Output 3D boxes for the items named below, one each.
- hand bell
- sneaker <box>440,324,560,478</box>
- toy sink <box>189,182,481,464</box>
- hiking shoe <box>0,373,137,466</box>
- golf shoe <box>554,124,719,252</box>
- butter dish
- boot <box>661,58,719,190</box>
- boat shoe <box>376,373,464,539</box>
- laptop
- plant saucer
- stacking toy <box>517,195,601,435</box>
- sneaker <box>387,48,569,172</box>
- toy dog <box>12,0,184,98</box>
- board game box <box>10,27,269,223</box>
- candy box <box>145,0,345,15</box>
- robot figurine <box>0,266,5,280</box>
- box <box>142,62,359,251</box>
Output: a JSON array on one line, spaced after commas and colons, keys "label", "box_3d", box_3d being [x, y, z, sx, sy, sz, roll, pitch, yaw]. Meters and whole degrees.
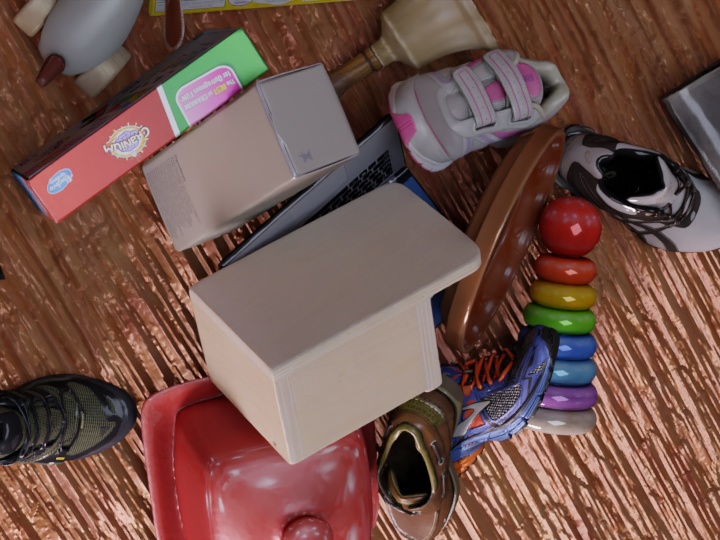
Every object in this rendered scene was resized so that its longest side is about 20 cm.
[{"label": "hand bell", "box_3d": [0.004, -0.170, 1.730, 0.199, 0.104, 0.104, -34, 108, 2]}, {"label": "sneaker", "box_3d": [0.094, 0.106, 1.758, 0.078, 0.076, 0.200, 35, 128, -13]}, {"label": "toy sink", "box_3d": [-0.012, 0.041, 1.655, 0.199, 0.130, 0.112, -29, 134, -21]}, {"label": "hiking shoe", "box_3d": [-0.272, 0.130, 1.675, 0.199, 0.101, 0.076, -4, 101, -17]}, {"label": "golf shoe", "box_3d": [0.258, -0.061, 1.816, 0.199, 0.094, 0.078, 19, 92, -21]}, {"label": "butter dish", "box_3d": [-0.063, 0.187, 1.712, 0.198, 0.148, 0.201, -13, 119, -16]}, {"label": "boot", "box_3d": [0.361, -0.096, 1.854, 0.182, 0.072, 0.201, -27, 82, -51]}, {"label": "boat shoe", "box_3d": [0.041, 0.169, 1.754, 0.201, 0.072, 0.068, 89, 25, -45]}, {"label": "laptop", "box_3d": [0.000, 0.000, 1.735, 0.187, 0.200, 0.116, -42, 75, -7]}, {"label": "plant saucer", "box_3d": [0.114, -0.029, 1.731, 0.032, 0.200, 0.201, 24, 92, 10]}, {"label": "stacking toy", "box_3d": [0.175, 0.036, 1.808, 0.085, 0.085, 0.201, 5, 98, -18]}, {"label": "sneaker", "box_3d": [0.098, -0.140, 1.704, 0.200, 0.088, 0.082, -22, 85, -52]}, {"label": "toy dog", "box_3d": [-0.194, -0.205, 1.607, 0.131, 0.097, 0.200, 25, 128, -4]}, {"label": "board game box", "box_3d": [-0.175, -0.116, 1.635, 0.200, 0.153, 0.040, -37, 103, -8]}, {"label": "candy box", "box_3d": [-0.071, -0.255, 1.683, 0.199, 0.026, 0.103, -6, 139, -17]}, {"label": "robot figurine", "box_3d": [-0.360, -0.020, 1.643, 0.144, 0.058, 0.201, -16, 103, -13]}, {"label": "box", "box_3d": [-0.089, -0.086, 1.634, 0.068, 0.200, 0.083, -21, 88, -36]}]
